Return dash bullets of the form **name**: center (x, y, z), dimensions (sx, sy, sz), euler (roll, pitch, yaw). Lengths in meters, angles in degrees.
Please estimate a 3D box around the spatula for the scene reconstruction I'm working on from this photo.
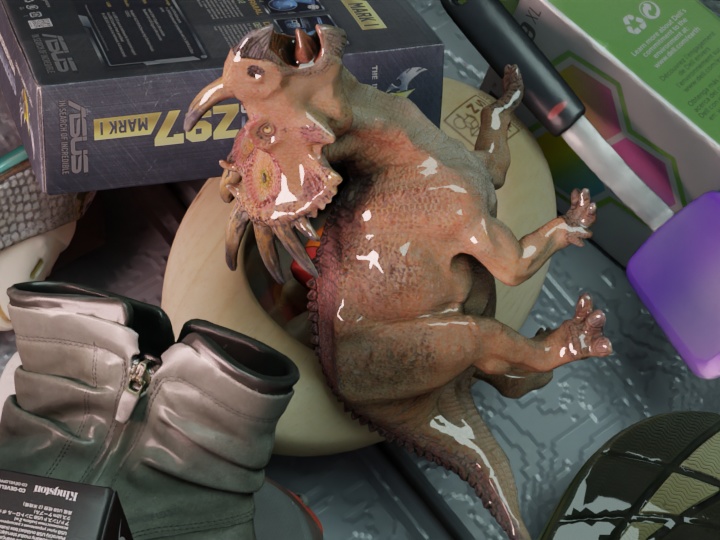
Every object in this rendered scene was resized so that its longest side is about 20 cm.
- **spatula**: center (0.098, -0.048, 0.813), dimensions (0.200, 0.057, 0.021), euler (51, 16, 10)

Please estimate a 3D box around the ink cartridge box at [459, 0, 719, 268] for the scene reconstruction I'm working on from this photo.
- **ink cartridge box**: center (0.108, -0.076, 0.865), dimensions (0.200, 0.104, 0.059), euler (42, 59, 12)

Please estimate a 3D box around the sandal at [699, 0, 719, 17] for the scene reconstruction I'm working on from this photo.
- **sandal**: center (0.205, -0.066, 0.916), dimensions (0.200, 0.048, 0.075), euler (45, 60, 13)

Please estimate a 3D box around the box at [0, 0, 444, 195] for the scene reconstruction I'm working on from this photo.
- **box**: center (-0.071, -0.103, 0.815), dimensions (0.157, 0.051, 0.200), euler (-9, 33, -17)

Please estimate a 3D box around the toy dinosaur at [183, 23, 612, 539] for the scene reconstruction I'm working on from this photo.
- **toy dinosaur**: center (0.010, 0.002, 0.715), dimensions (0.135, 0.086, 0.201), euler (-10, 104, -13)

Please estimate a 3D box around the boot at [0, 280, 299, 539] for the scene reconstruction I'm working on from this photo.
- **boot**: center (-0.117, 0.062, 0.689), dimensions (0.199, 0.131, 0.068), euler (10, 14, 16)

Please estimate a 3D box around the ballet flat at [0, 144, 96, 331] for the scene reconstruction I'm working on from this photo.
- **ballet flat**: center (-0.168, 0.002, 0.781), dimensions (0.200, 0.072, 0.072), euler (-28, 70, -26)

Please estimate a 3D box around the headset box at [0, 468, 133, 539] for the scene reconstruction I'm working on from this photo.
- **headset box**: center (-0.160, 0.155, 0.581), dimensions (0.148, 0.075, 0.201), euler (8, 64, 5)

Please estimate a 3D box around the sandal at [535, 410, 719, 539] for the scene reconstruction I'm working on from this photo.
- **sandal**: center (0.088, 0.134, 0.770), dimensions (0.080, 0.057, 0.201), euler (41, 74, 4)

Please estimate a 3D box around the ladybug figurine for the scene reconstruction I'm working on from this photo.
- **ladybug figurine**: center (0.000, 0.000, 0.811), dimensions (0.136, 0.072, 0.200), euler (40, 59, 10)

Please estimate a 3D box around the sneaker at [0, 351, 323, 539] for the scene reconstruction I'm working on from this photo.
- **sneaker**: center (-0.059, 0.104, 0.752), dimensions (0.200, 0.077, 0.082), euler (48, 34, 14)
